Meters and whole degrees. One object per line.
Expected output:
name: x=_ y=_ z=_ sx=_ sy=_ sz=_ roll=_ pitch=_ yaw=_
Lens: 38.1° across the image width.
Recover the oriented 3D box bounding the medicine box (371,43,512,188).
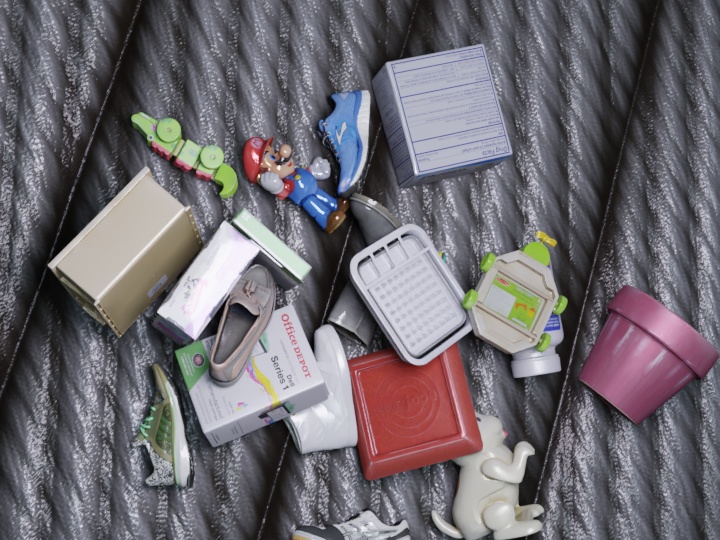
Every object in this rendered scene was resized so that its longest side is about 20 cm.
medicine box: x=0.136 y=-0.261 z=1.770 sx=0.181 sy=0.103 sz=0.202 roll=-13 pitch=87 yaw=-16

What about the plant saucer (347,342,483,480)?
plant saucer: x=0.077 y=0.213 z=1.665 sx=0.198 sy=0.037 sz=0.202 roll=-16 pitch=72 yaw=8

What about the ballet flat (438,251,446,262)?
ballet flat: x=0.098 y=0.062 z=1.741 sx=0.066 sy=0.067 sz=0.202 roll=9 pitch=81 yaw=4

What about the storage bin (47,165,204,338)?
storage bin: x=-0.342 y=-0.019 z=1.567 sx=0.094 sy=0.199 sz=0.200 roll=38 pitch=74 yaw=11

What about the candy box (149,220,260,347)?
candy box: x=-0.239 y=0.026 z=1.582 sx=0.071 sy=0.200 sz=0.168 roll=37 pitch=76 yaw=-7

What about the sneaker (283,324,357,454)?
sneaker: x=-0.077 y=0.193 z=1.669 sx=0.115 sy=0.074 sz=0.202 roll=-9 pitch=86 yaw=-19

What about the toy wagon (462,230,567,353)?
toy wagon: x=0.258 y=0.032 z=1.680 sx=0.154 sy=0.040 sz=0.201 roll=30 pitch=75 yaw=-10

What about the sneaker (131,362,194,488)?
sneaker: x=-0.313 y=0.243 z=1.605 sx=0.088 sy=0.077 sz=0.202 roll=-11 pitch=83 yaw=-7

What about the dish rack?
dish rack: x=0.078 y=0.042 z=1.654 sx=0.171 sy=0.044 sz=0.201 roll=-32 pitch=87 yaw=-37

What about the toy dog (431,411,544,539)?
toy dog: x=0.201 y=0.328 z=1.708 sx=0.193 sy=0.139 sz=0.202 roll=-16 pitch=88 yaw=21

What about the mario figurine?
mario figurine: x=-0.100 y=-0.153 z=1.688 sx=0.199 sy=0.123 sz=0.106 roll=35 pitch=88 yaw=-12

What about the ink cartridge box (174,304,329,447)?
ink cartridge box: x=-0.166 y=0.161 z=1.607 sx=0.199 sy=0.084 sz=0.146 roll=-22 pitch=66 yaw=-7

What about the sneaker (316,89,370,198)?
sneaker: x=-0.030 y=-0.210 z=1.732 sx=0.088 sy=0.079 sz=0.202 roll=3 pitch=63 yaw=-2

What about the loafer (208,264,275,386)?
loafer: x=-0.177 y=0.075 z=1.567 sx=0.071 sy=0.063 sz=0.201 roll=13 pitch=64 yaw=10

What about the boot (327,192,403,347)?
boot: x=0.000 y=0.000 z=1.701 sx=0.182 sy=0.072 sz=0.201 roll=42 pitch=78 yaw=-30

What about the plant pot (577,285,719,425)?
plant pot: x=0.473 y=0.153 z=1.770 sx=0.200 sy=0.200 sz=0.179 roll=39 pitch=91 yaw=-7

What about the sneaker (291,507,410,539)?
sneaker: x=-0.014 y=0.422 z=1.666 sx=0.198 sy=0.076 sz=0.088 roll=14 pitch=64 yaw=-16

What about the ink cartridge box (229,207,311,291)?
ink cartridge box: x=-0.142 y=-0.035 z=1.616 sx=0.145 sy=0.200 sz=0.048 roll=41 pitch=77 yaw=-6

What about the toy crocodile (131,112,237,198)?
toy crocodile: x=-0.281 y=-0.187 z=1.668 sx=0.199 sy=0.067 sz=0.062 roll=32 pitch=77 yaw=-9

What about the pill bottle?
pill bottle: x=0.281 y=0.076 z=1.759 sx=0.111 sy=0.112 sz=0.202 roll=-7 pitch=84 yaw=-15
